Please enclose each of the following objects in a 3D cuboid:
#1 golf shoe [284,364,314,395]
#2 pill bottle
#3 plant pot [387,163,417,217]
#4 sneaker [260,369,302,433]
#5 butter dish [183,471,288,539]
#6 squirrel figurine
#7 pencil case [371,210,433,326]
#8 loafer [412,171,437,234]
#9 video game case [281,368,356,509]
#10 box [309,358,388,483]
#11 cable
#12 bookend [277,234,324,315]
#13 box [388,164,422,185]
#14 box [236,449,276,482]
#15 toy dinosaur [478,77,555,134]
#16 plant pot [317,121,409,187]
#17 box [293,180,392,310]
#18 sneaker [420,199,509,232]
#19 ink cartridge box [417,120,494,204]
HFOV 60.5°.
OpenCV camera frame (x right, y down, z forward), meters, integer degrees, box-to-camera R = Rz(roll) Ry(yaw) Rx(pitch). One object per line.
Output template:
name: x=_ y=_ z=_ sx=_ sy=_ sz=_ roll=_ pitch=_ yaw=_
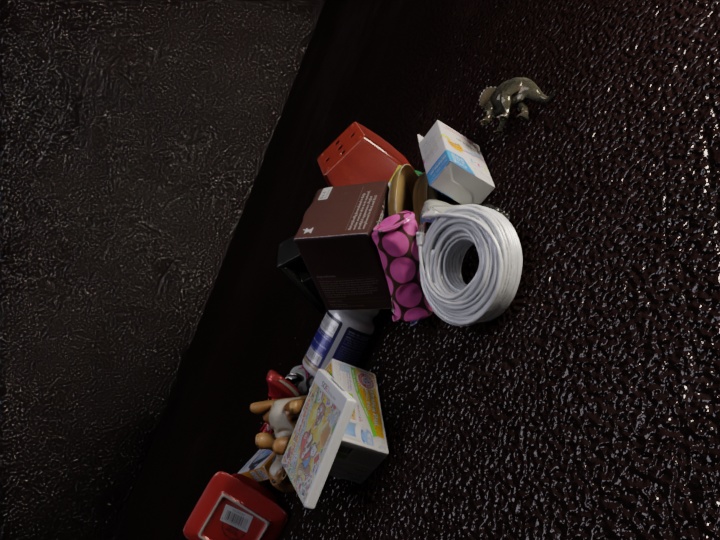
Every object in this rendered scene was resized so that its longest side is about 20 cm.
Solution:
golf shoe: x=-0.148 y=0.267 z=1.522 sx=0.199 sy=0.091 sz=0.074 roll=10 pitch=77 yaw=68
pill bottle: x=-0.038 y=0.144 z=1.368 sx=0.202 sy=0.114 sz=0.116 roll=-62 pitch=23 yaw=7
plant pot: x=0.092 y=-0.113 z=1.256 sx=0.027 sy=0.201 sz=0.203 roll=-3 pitch=57 yaw=20
sneaker: x=-0.187 y=0.321 z=1.407 sx=0.078 sy=0.201 sz=0.116 roll=24 pitch=61 yaw=39
butter dish: x=-0.277 y=0.564 z=1.447 sx=0.201 sy=0.198 sz=0.148 roll=-58 pitch=0 yaw=13
squirrel figurine: x=-0.131 y=0.367 z=1.318 sx=0.139 sy=0.199 sz=0.190 roll=-10 pitch=82 yaw=30
pencil case: x=0.080 y=-0.005 z=1.146 sx=0.092 sy=0.203 sz=0.091 roll=-14 pitch=18 yaw=9
loafer: x=0.146 y=-0.107 z=1.260 sx=0.067 sy=0.076 sz=0.204 roll=-4 pitch=70 yaw=24
video game case: x=-0.082 y=0.303 z=1.143 sx=0.203 sy=0.023 sz=0.182 roll=-69 pitch=22 yaw=0
box: x=-0.028 y=0.290 z=1.206 sx=0.102 sy=0.111 sz=0.202 roll=-53 pitch=27 yaw=29
cable: x=0.179 y=-0.008 z=1.034 sx=0.198 sy=0.068 sz=0.204 roll=-6 pitch=81 yaw=52
bookend: x=-0.074 y=-0.017 z=1.563 sx=0.196 sy=0.201 sz=0.093 roll=-26 pitch=37 yaw=18
box: x=0.075 y=-0.132 z=1.387 sx=0.048 sy=0.117 sz=0.201 roll=43 pitch=111 yaw=26
box: x=-0.227 y=0.460 z=1.506 sx=0.119 sy=0.042 sz=0.199 roll=-43 pitch=7 yaw=-39
toy dinosaur: x=0.282 y=-0.326 z=1.175 sx=0.199 sy=0.076 sz=0.104 roll=-21 pitch=55 yaw=63
plant pot: x=0.004 y=-0.238 z=1.506 sx=0.200 sy=0.176 sz=0.201 roll=-42 pitch=27 yaw=11
box: x=-0.008 y=-0.046 z=1.259 sx=0.161 sy=0.202 sz=0.167 roll=-3 pitch=43 yaw=24
sneaker: x=0.191 y=-0.090 z=1.136 sx=0.198 sy=0.071 sz=0.074 roll=12 pitch=101 yaw=50
ink cartridge box: x=0.185 y=-0.222 z=1.232 sx=0.068 sy=0.114 sz=0.202 roll=-50 pitch=28 yaw=31
